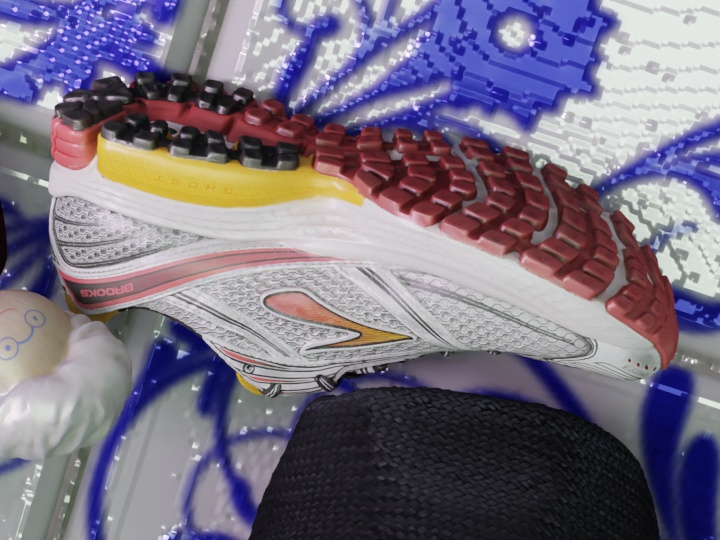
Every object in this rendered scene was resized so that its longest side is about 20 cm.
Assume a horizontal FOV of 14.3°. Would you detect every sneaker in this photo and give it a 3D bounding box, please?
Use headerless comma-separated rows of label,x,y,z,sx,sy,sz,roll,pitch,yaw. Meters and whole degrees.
sneaker,0.000,0.000,0.883,0.199,0.078,0.082,14,114,10

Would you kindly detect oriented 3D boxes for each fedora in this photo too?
fedora,0.030,0.091,0.875,0.200,0.201,0.092,8,70,2

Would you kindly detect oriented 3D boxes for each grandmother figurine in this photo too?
grandmother figurine,-0.157,-0.008,0.866,0.200,0.061,0.121,34,78,6
